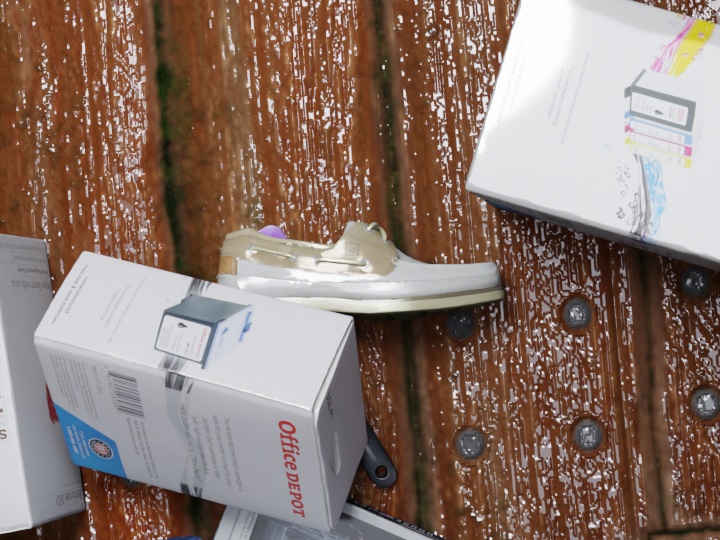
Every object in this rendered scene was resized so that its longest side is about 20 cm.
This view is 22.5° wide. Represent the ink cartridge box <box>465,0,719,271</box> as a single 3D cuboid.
[{"bbox_3d":[0.188,-0.089,1.186,0.198,0.147,0.146,17,91,9],"label":"ink cartridge box"}]

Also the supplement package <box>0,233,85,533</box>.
[{"bbox_3d":[-0.278,0.084,1.272,0.118,0.121,0.202,-10,87,9],"label":"supplement package"}]

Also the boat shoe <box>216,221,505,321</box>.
[{"bbox_3d":[0.000,0.000,1.244,0.198,0.075,0.069,-3,83,-5],"label":"boat shoe"}]

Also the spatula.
[{"bbox_3d":[-0.032,0.066,1.281,0.056,0.021,0.201,-31,84,3],"label":"spatula"}]

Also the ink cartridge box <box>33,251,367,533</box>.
[{"bbox_3d":[-0.103,0.083,1.215,0.198,0.147,0.086,12,52,14],"label":"ink cartridge box"}]

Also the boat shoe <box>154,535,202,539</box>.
[{"bbox_3d":[-0.202,0.236,1.273,0.198,0.072,0.073,-10,87,17],"label":"boat shoe"}]

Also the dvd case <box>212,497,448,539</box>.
[{"bbox_3d":[-0.017,0.238,1.273,0.198,0.025,0.152,22,92,10],"label":"dvd case"}]
